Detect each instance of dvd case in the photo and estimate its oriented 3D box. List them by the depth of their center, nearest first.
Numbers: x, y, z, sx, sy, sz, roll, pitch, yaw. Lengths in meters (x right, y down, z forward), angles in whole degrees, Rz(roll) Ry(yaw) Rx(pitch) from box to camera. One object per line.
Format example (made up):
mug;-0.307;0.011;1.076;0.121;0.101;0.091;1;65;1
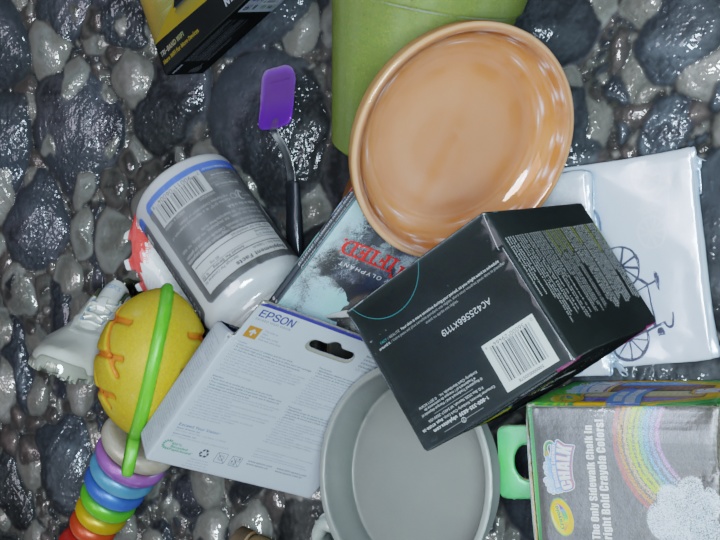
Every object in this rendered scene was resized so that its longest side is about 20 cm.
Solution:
dvd case;0.027;-0.013;0.995;0.200;0.145;0.022;-51;36;25

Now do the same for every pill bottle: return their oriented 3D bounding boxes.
pill bottle;-0.125;-0.007;1.099;0.114;0.113;0.201;-45;69;23

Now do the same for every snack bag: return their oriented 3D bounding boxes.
snack bag;0.208;0.000;0.976;0.199;0.021;0.190;-6;89;29

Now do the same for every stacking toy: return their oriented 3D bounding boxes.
stacking toy;-0.281;0.254;1.225;0.085;0.085;0.201;41;114;20

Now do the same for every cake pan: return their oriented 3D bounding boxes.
cake pan;0.045;0.184;0.996;0.199;0.037;0.202;-7;80;42

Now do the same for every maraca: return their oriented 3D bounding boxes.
maraca;-0.207;0.107;1.083;0.106;0.137;0.201;14;117;-8

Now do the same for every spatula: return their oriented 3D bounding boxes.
spatula;-0.074;-0.104;1.121;0.056;0.020;0.202;-5;95;48

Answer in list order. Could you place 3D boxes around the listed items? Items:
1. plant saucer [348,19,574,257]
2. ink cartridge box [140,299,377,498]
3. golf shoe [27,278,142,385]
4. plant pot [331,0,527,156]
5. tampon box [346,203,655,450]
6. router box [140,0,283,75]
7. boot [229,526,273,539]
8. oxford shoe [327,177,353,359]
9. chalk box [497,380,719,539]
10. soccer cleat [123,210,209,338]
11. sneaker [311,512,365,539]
plant saucer;0.079;-0.107;0.908;0.201;0.199;0.037;-64;32;16
ink cartridge box;-0.073;0.116;1.042;0.200;0.199;0.041;-52;39;20
golf shoe;-0.275;0.056;1.142;0.078;0.200;0.098;18;100;4
plant pot;0.049;-0.192;0.975;0.199;0.200;0.192;21;115;26
tampon box;0.119;0.040;0.900;0.150;0.199;0.127;-37;75;29
router box;-0.150;-0.308;1.102;0.199;0.052;0.158;-28;78;47
boot;-0.117;0.372;1.149;0.075;0.074;0.202;16;98;17
oxford shoe;0.000;0.000;1.076;0.071;0.071;0.202;31;112;55
chalk box;0.212;0.160;0.926;0.199;0.124;0.126;-2;93;29
soccer cleat;-0.188;0.026;1.171;0.085;0.069;0.202;-16;85;15
sneaker;0.007;0.315;1.057;0.078;0.099;0.201;-37;75;26
